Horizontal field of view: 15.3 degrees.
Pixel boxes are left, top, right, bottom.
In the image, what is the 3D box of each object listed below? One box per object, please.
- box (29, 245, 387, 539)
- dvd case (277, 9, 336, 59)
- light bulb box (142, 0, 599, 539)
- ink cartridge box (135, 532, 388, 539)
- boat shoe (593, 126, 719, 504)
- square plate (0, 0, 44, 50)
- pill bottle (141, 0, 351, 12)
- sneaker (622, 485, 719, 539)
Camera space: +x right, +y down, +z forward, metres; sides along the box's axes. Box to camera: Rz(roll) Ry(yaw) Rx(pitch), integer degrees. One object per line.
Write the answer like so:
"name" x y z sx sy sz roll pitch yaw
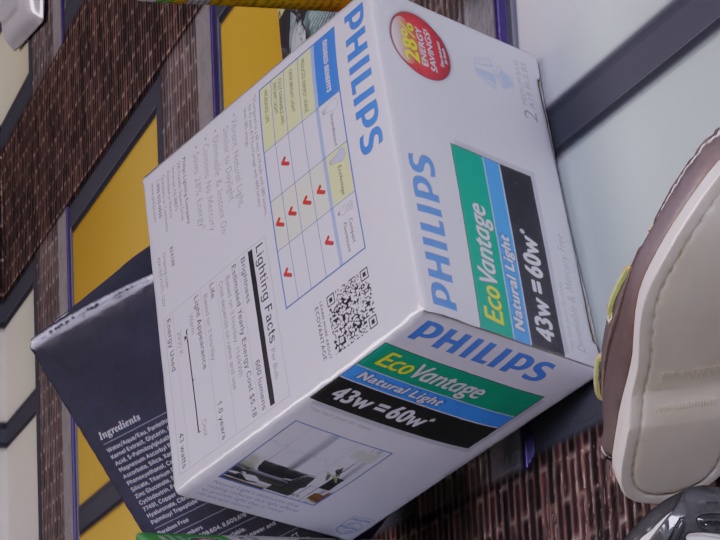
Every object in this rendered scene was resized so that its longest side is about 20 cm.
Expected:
"box" -0.073 0.079 1.522 0.201 0.104 0.148 59 -153 -8
"dvd case" -0.029 -0.199 1.785 0.146 0.022 0.201 122 146 -61
"light bulb box" 0.000 0.000 1.371 0.200 0.124 0.199 -36 50 37
"ink cartridge box" -0.008 0.186 1.376 0.147 0.199 0.084 -171 85 -72
"boat shoe" 0.138 0.010 1.116 0.060 0.071 0.201 -110 20 -43
"square plate" -0.380 -0.360 2.992 0.198 0.028 0.202 162 108 -73
"pill bottle" -0.027 -0.198 1.459 0.111 0.199 0.112 -179 90 -74
"sneaker" 0.118 0.156 1.172 0.201 0.073 0.080 108 162 -45
